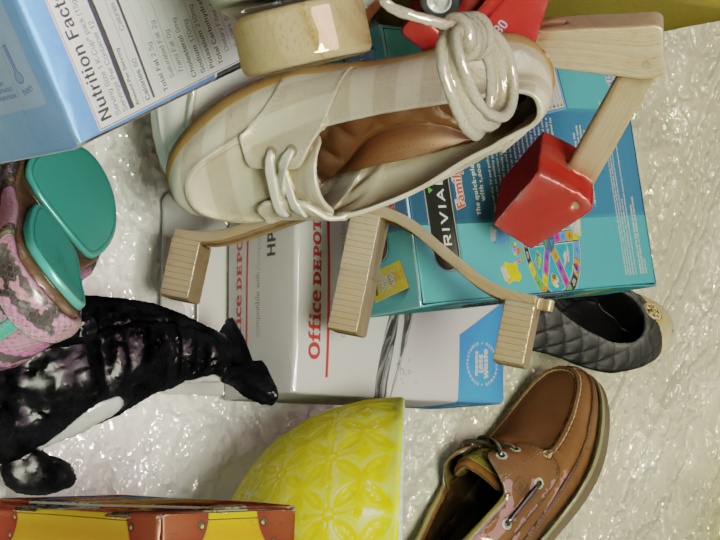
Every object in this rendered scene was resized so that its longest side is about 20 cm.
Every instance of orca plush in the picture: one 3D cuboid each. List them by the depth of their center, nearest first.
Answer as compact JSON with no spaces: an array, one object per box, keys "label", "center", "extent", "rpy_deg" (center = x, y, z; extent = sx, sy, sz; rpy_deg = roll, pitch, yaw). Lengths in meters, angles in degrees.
[{"label":"orca plush","center":[-0.131,0.049,0.730],"extent":[0.200,0.071,0.105],"rpy_deg":[7,68,-24]}]

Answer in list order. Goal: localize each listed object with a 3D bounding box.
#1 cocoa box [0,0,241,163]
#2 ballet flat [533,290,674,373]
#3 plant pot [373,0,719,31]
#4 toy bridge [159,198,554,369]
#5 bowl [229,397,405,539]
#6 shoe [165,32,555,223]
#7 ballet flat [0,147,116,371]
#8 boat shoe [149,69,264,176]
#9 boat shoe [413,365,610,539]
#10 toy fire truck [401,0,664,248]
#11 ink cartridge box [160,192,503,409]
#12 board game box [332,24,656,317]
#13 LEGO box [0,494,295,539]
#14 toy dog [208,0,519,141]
[{"label":"cocoa box","center":[-0.151,-0.125,0.674],"extent":[0.131,0.200,0.133],"rpy_deg":[-34,110,-38]},{"label":"ballet flat","center":[0.143,0.026,0.996],"extent":[0.200,0.057,0.066],"rpy_deg":[9,39,-43]},{"label":"plant pot","center":[0.085,-0.228,0.879],"extent":[0.200,0.195,0.194],"rpy_deg":[-7,90,-49]},{"label":"toy bridge","center":[0.000,0.000,0.786],"extent":[0.027,0.200,0.067],"rpy_deg":[34,66,-76]},{"label":"bowl","center":[-0.032,0.162,0.793],"extent":[0.108,0.200,0.200],"rpy_deg":[2,82,2]},{"label":"shoe","center":[-0.003,-0.064,0.746],"extent":[0.053,0.200,0.070],"rpy_deg":[-91,161,-55]},{"label":"ballet flat","center":[-0.158,-0.008,0.710],"extent":[0.071,0.200,0.069],"rpy_deg":[-32,110,7]},{"label":"boat shoe","center":[-0.052,-0.132,0.780],"extent":[0.071,0.069,0.200],"rpy_deg":[7,98,-43]},{"label":"boat shoe","center":[0.089,0.131,0.940],"extent":[0.068,0.072,0.200],"rpy_deg":[46,58,-28]},{"label":"toy fire truck","center":[0.101,-0.120,0.769],"extent":[0.141,0.200,0.049],"rpy_deg":[35,33,-11]},{"label":"ink cartridge box","center":[-0.012,0.017,0.868],"extent":[0.200,0.068,0.116],"rpy_deg":[6,80,-40]},{"label":"board game box","center":[0.080,-0.057,0.883],"extent":[0.200,0.047,0.151],"rpy_deg":[-4,84,-42]},{"label":"LEGO box","center":[-0.104,0.207,0.713],"extent":[0.077,0.149,0.200],"rpy_deg":[6,82,-41]},{"label":"toy dog","center":[-0.018,-0.126,0.619],"extent":[0.200,0.096,0.132],"rpy_deg":[15,74,-59]}]
